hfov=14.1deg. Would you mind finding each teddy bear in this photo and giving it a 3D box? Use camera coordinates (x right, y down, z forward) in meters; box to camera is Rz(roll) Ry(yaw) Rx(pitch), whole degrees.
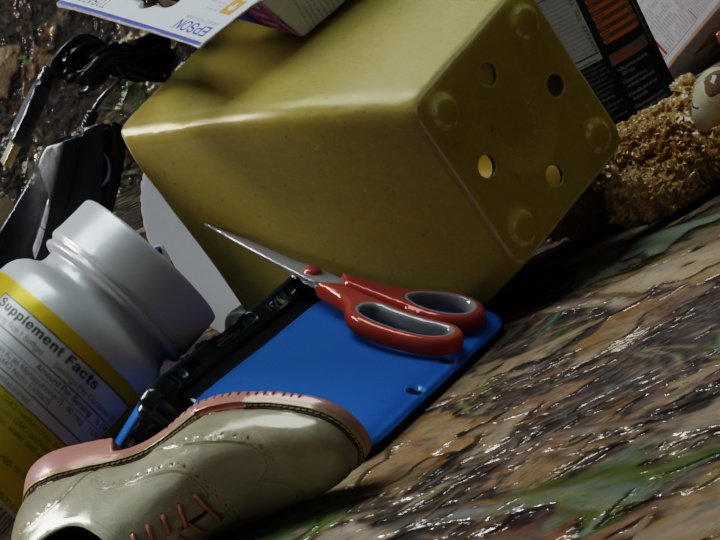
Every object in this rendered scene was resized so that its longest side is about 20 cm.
[{"bbox_3d":[0.179,-0.074,1.719,0.145,0.067,0.200,-32,9,-26],"label":"teddy bear"}]

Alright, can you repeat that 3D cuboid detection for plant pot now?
[{"bbox_3d":[0.027,-0.074,1.659,0.200,0.196,0.194,-8,35,51],"label":"plant pot"}]

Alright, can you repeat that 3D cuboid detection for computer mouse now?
[{"bbox_3d":[-0.171,-0.046,1.659,0.200,0.046,0.140,-59,-16,12],"label":"computer mouse"}]

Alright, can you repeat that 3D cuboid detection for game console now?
[{"bbox_3d":[-0.040,0.085,1.551,0.171,0.118,0.200,-57,-10,29],"label":"game console"}]

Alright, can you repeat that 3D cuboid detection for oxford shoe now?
[{"bbox_3d":[-0.083,0.114,1.384,0.200,0.071,0.074,-21,34,32],"label":"oxford shoe"}]

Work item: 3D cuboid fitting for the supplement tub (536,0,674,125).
[{"bbox_3d":[0.125,-0.144,1.866,0.122,0.200,0.123,-25,7,3],"label":"supplement tub"}]

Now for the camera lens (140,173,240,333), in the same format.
[{"bbox_3d":[-0.026,-0.058,1.938,0.200,0.160,0.160,-32,9,-37],"label":"camera lens"}]

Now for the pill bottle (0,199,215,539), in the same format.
[{"bbox_3d":[-0.177,0.067,1.540,0.200,0.114,0.114,-48,12,-10],"label":"pill bottle"}]

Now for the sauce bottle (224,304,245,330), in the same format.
[{"bbox_3d":[0.000,0.000,1.816,0.200,0.066,0.066,-30,9,-38],"label":"sauce bottle"}]

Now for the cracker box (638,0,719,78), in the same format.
[{"bbox_3d":[0.261,-0.209,2.093,0.134,0.058,0.200,-32,-13,-40],"label":"cracker box"}]

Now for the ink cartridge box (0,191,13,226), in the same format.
[{"bbox_3d":[-0.264,0.055,1.935,0.075,0.165,0.200,-24,7,21],"label":"ink cartridge box"}]

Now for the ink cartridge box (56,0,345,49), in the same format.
[{"bbox_3d":[-0.056,-0.189,1.702,0.200,0.043,0.196,-41,29,-15],"label":"ink cartridge box"}]

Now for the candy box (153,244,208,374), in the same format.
[{"bbox_3d":[-0.197,0.066,1.719,0.168,0.072,0.200,-23,8,14],"label":"candy box"}]

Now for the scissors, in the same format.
[{"bbox_3d":[-0.022,0.007,1.581,0.200,0.014,0.073,19,28,28],"label":"scissors"}]

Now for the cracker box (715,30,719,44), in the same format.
[{"bbox_3d":[0.354,-0.187,1.944,0.200,0.058,0.134,-20,9,34],"label":"cracker box"}]
